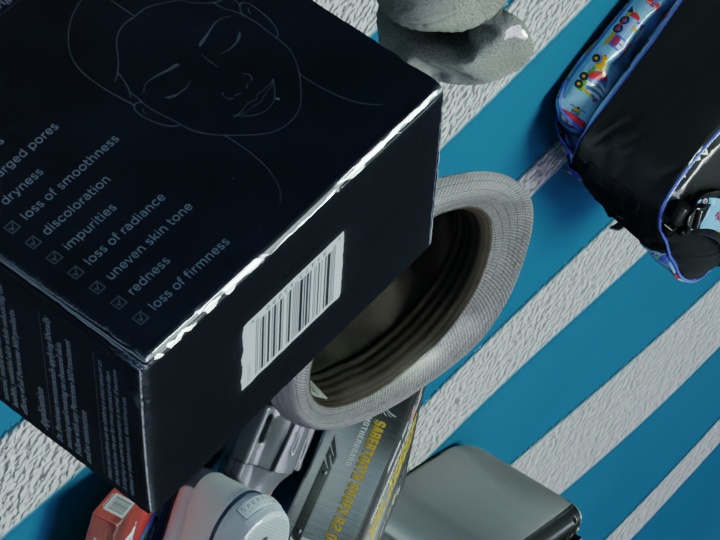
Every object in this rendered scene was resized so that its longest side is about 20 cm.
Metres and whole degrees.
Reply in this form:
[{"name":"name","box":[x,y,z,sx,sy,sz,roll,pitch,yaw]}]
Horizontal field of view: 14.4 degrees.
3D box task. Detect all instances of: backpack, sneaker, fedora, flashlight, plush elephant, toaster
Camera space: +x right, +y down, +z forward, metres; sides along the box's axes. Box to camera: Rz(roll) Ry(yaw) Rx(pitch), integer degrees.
[{"name":"backpack","box":[0.230,-0.094,1.945,0.183,0.134,0.200,-53,158,-7]},{"name":"sneaker","box":[-0.099,0.207,1.704,0.073,0.071,0.201,-8,125,-49]},{"name":"fedora","box":[0.000,0.000,1.662,0.199,0.090,0.178,-29,145,-37]},{"name":"flashlight","box":[-0.082,0.169,1.760,0.068,0.068,0.201,18,101,-26]},{"name":"plush elephant","box":[0.022,-0.177,1.339,0.201,0.154,0.165,-59,159,-14]},{"name":"toaster","box":[0.049,0.250,2.081,0.200,0.118,0.182,-29,146,-49]}]

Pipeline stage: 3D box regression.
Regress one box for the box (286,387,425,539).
[{"name":"box","box":[-0.017,0.168,1.822,0.159,0.048,0.201,99,13,-55]}]

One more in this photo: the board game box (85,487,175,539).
[{"name":"board game box","box":[-0.150,0.194,1.693,0.103,0.019,0.201,-49,162,-53]}]

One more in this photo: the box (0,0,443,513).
[{"name":"box","box":[-0.100,-0.038,1.259,0.200,0.196,0.124,-43,156,-28]}]
